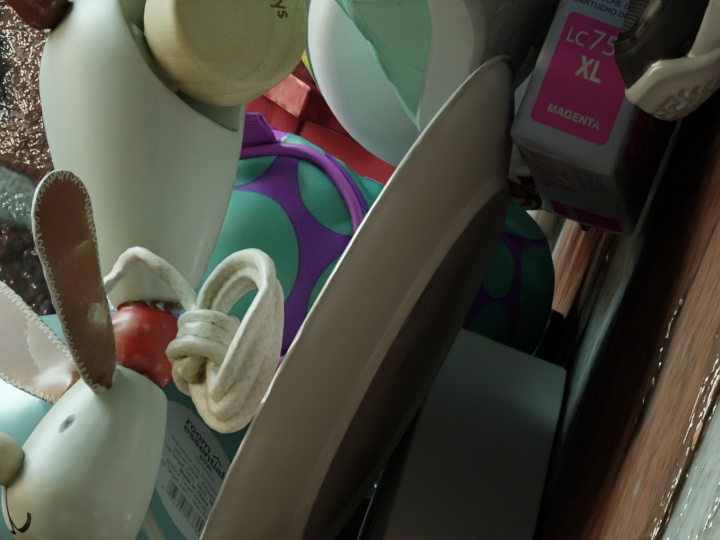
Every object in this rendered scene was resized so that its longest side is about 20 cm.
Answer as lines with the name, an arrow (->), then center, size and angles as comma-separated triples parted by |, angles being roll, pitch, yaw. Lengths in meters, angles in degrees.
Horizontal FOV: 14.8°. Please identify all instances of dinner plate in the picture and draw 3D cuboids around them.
dinner plate -> 0.005, 0.027, 0.843 | 0.201, 0.024, 0.200 | -60, -10, -17

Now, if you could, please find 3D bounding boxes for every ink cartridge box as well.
ink cartridge box -> 0.103, -0.117, 0.886 | 0.119, 0.042, 0.201 | 44, -116, -78

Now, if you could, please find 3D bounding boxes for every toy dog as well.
toy dog -> -0.086, -0.022, 0.840 | 0.132, 0.096, 0.201 | -50, 27, 43

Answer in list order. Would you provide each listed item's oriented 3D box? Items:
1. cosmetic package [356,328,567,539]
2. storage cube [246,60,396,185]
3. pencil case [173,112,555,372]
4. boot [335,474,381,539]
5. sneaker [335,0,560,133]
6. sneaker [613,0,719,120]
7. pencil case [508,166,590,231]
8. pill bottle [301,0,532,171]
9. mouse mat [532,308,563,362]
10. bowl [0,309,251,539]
cosmetic package -> 0.022, 0.098, 0.897 | 0.200, 0.050, 0.083 | -68, 2, -66
storage cube -> 0.029, -0.143, 1.339 | 0.200, 0.170, 0.180 | -25, -40, -65
pencil case -> 0.000, 0.000, 0.999 | 0.200, 0.085, 0.093 | 9, -99, -67
boot -> -0.023, 0.128, 1.160 | 0.163, 0.073, 0.198 | -66, -7, 20
sneaker -> 0.005, -0.114, 0.857 | 0.074, 0.118, 0.201 | -50, -17, -12
sneaker -> 0.086, -0.150, 0.780 | 0.076, 0.113, 0.201 | -70, 0, -76
pencil case -> 0.091, -0.120, 1.109 | 0.089, 0.077, 0.201 | 180, 111, -78
pill bottle -> 0.019, -0.120, 1.025 | 0.200, 0.112, 0.113 | -116, 45, -62
mouse mat -> 0.048, 0.089, 1.154 | 0.200, 0.007, 0.162 | -51, -17, -89
bowl -> -0.088, 0.094, 0.937 | 0.105, 0.201, 0.201 | -27, 19, 22
